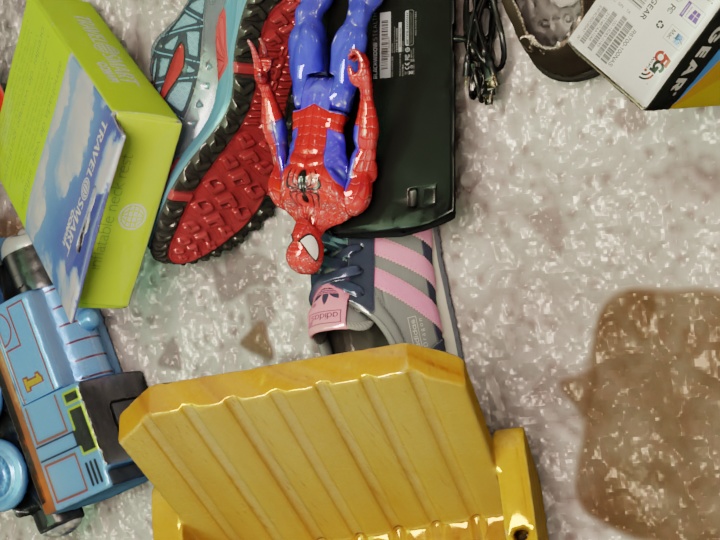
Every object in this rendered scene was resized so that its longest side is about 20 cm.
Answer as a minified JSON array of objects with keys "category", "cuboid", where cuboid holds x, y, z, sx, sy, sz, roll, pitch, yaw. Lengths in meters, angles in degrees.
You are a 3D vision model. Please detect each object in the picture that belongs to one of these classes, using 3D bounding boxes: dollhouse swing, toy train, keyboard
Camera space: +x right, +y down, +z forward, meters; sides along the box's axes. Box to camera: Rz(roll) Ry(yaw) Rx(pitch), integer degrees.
[{"category":"dollhouse swing","cuboid":[-0.011,0.152,0.801,0.199,0.176,0.182,-9,71,9]},{"category":"toy train","cuboid":[-0.201,0.065,1.032,0.114,0.087,0.200,-25,80,26]},{"category":"keyboard","cuboid":[0.032,-0.116,0.863,0.104,0.040,0.201,-2,84,25]}]

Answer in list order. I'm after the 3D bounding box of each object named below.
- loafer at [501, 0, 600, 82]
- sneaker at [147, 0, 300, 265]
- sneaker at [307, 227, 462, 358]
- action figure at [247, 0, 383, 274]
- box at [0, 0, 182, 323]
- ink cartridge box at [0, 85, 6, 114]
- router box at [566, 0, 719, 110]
[{"category":"loafer","cuboid":[0.088,-0.191,0.788,0.073,0.071,0.200,-16,92,17]},{"category":"sneaker","cuboid":[-0.081,-0.100,0.939,0.096,0.079,0.200,42,115,42]},{"category":"sneaker","cuboid":[0.000,0.000,0.879,0.070,0.082,0.200,-20,85,36]},{"category":"action figure","cuboid":[-0.019,-0.098,0.840,0.065,0.052,0.201,3,87,21]},{"category":"box","cuboid":[-0.162,-0.069,0.950,0.200,0.048,0.122,51,129,50]},{"category":"ink cartridge box","cuboid":[-0.313,-0.149,1.036,0.173,0.044,0.200,18,142,32]},{"category":"router box","cuboid":[0.190,-0.161,0.682,0.051,0.149,0.200,45,120,21]}]
